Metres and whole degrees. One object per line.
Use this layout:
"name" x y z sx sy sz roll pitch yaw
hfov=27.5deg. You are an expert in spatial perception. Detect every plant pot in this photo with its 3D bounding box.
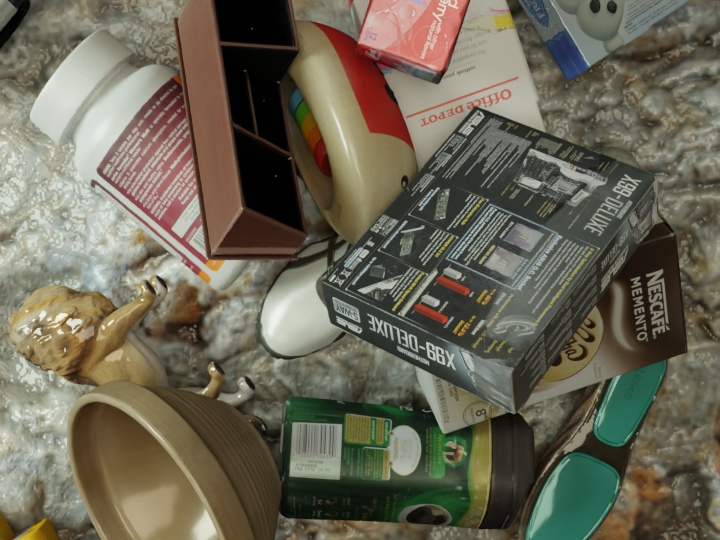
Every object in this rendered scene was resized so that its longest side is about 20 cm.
"plant pot" -0.124 0.162 1.093 0.092 0.200 0.202 -29 92 -36

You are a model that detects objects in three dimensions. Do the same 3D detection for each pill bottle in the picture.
"pill bottle" -0.149 -0.087 1.130 0.200 0.110 0.110 40 90 -2

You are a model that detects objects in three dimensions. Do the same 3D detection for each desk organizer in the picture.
"desk organizer" -0.081 -0.115 1.062 0.071 0.077 0.202 0 67 -24

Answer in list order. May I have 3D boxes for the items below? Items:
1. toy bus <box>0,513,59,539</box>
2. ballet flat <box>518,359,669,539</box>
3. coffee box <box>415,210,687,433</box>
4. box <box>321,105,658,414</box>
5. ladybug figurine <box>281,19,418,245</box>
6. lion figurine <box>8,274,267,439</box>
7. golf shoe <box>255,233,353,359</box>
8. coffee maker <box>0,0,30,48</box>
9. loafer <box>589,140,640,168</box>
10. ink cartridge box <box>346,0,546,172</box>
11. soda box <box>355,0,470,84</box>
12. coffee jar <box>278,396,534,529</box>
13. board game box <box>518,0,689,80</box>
"toy bus" -0.257 0.269 1.156 0.078 0.065 0.202 -26 92 -2
"ballet flat" 0.183 0.140 1.167 0.068 0.067 0.201 31 90 -10
"coffee box" 0.135 0.028 1.097 0.198 0.080 0.114 -18 123 -5
"box" 0.093 -0.015 1.025 0.157 0.050 0.200 24 57 28
"ladybug figurine" -0.013 -0.112 1.118 0.071 0.136 0.201 -17 62 -15
"lion figurine" -0.176 0.081 1.153 0.122 0.073 0.201 -38 97 9
"golf shoe" 0.000 0.000 1.145 0.199 0.094 0.078 -38 96 1
"coffee maker" -0.310 -0.262 1.110 0.200 0.135 0.193 -41 91 -1
"loafer" 0.146 -0.019 1.166 0.070 0.070 0.200 38 106 -22
"ink cartridge box" 0.066 -0.166 1.157 0.115 0.067 0.202 -18 90 -1
"soda box" 0.059 -0.241 1.053 0.069 0.063 0.202 19 90 -2
"coffee jar" 0.035 0.151 1.142 0.197 0.105 0.086 4 64 -2
"board game box" 0.188 -0.283 1.140 0.199 0.043 0.200 -33 93 -21
